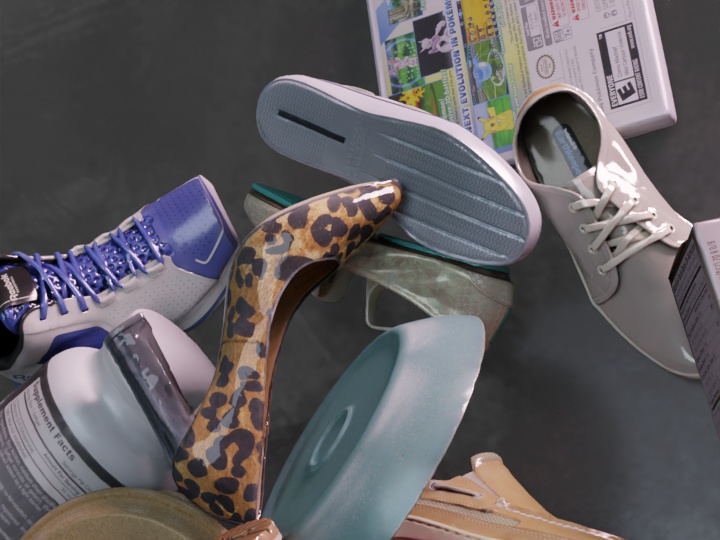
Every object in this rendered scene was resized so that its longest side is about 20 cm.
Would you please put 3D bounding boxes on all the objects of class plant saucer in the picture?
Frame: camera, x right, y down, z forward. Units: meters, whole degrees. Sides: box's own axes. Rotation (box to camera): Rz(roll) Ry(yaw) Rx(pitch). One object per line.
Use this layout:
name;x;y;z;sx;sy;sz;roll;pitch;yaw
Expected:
plant saucer;-0.004;0.100;0.830;0.036;0.200;0.200;33;92;-9

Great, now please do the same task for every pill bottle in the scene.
pill bottle;-0.183;0.122;0.960;0.200;0.116;0.116;-40;62;11

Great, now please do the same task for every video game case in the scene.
video game case;0.093;-0.159;0.958;0.182;0.022;0.200;-15;70;22

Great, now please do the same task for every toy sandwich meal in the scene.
toy sandwich meal;-0.130;0.228;0.905;0.205;0.070;0.205;-1;88;15

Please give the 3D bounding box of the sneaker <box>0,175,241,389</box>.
sneaker;-0.178;0.015;0.989;0.199;0.115;0.081;-38;63;12

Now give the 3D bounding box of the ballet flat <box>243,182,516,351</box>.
ballet flat;0.000;0.000;0.934;0.200;0.067;0.062;20;95;30

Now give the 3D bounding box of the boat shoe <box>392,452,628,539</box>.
boat shoe;0.069;0.139;0.858;0.200;0.072;0.076;5;63;27

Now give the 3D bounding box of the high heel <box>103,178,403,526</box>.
high heel;-0.033;0.046;0.865;0.200;0.071;0.143;-34;71;2

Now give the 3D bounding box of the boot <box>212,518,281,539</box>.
boot;-0.082;0.210;0.801;0.107;0.075;0.200;49;127;8

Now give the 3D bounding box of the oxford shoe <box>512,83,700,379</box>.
oxford shoe;0.146;-0.024;0.861;0.075;0.058;0.200;-34;75;13

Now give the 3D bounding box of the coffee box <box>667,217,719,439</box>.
coffee box;0.242;0.067;0.762;0.114;0.080;0.200;-12;68;-2

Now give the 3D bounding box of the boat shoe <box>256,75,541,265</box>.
boat shoe;0.032;-0.070;0.911;0.200;0.067;0.074;33;117;23
